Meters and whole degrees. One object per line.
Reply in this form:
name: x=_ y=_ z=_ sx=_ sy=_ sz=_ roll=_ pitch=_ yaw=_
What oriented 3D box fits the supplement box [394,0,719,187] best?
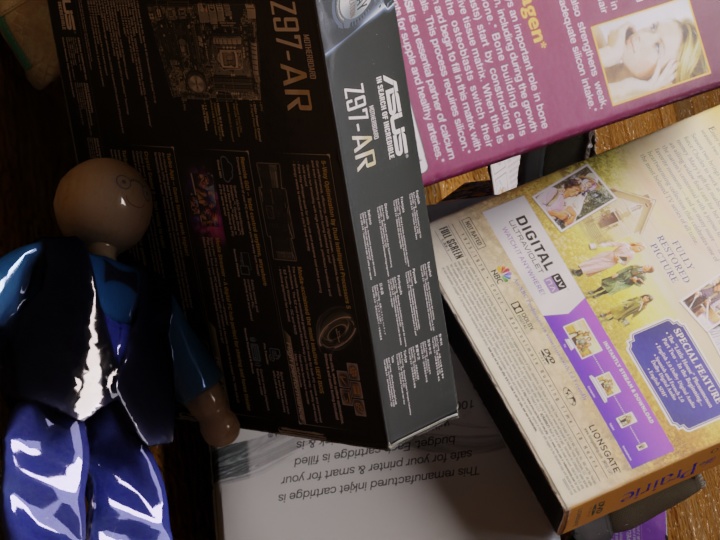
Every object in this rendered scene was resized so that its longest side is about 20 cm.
supplement box: x=0.046 y=-0.112 z=1.221 sx=0.103 sy=0.200 sz=0.131 roll=-6 pitch=-79 yaw=67

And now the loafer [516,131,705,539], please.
loafer: x=0.111 y=0.023 z=1.280 sx=0.075 sy=0.069 sz=0.200 roll=72 pitch=10 yaw=-68

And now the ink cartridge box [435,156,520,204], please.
ink cartridge box: x=0.069 y=-0.007 z=1.582 sx=0.109 sy=0.050 sz=0.201 roll=-36 pitch=120 yaw=-69

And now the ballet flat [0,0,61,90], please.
ballet flat: x=-0.069 y=-0.121 z=1.260 sx=0.200 sy=0.067 sz=0.062 roll=-18 pitch=85 yaw=-29

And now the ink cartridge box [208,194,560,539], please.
ink cartridge box: x=0.009 y=0.080 z=1.256 sx=0.083 sy=0.146 sz=0.200 roll=75 pitch=8 yaw=-59

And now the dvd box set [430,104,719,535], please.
dvd box set: x=0.138 y=0.010 z=1.227 sx=0.147 sy=0.200 sz=0.029 roll=60 pitch=-17 yaw=24

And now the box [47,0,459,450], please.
box: x=-0.046 y=-0.036 z=1.153 sx=0.043 sy=0.160 sz=0.200 roll=-23 pitch=109 yaw=-42

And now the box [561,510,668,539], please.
box: x=0.082 y=0.181 z=1.334 sx=0.039 sy=0.200 sz=0.137 roll=18 pitch=42 yaw=-14

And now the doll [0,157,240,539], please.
doll: x=-0.100 y=0.049 z=1.119 sx=0.136 sy=0.048 sz=0.200 roll=17 pitch=57 yaw=-35
